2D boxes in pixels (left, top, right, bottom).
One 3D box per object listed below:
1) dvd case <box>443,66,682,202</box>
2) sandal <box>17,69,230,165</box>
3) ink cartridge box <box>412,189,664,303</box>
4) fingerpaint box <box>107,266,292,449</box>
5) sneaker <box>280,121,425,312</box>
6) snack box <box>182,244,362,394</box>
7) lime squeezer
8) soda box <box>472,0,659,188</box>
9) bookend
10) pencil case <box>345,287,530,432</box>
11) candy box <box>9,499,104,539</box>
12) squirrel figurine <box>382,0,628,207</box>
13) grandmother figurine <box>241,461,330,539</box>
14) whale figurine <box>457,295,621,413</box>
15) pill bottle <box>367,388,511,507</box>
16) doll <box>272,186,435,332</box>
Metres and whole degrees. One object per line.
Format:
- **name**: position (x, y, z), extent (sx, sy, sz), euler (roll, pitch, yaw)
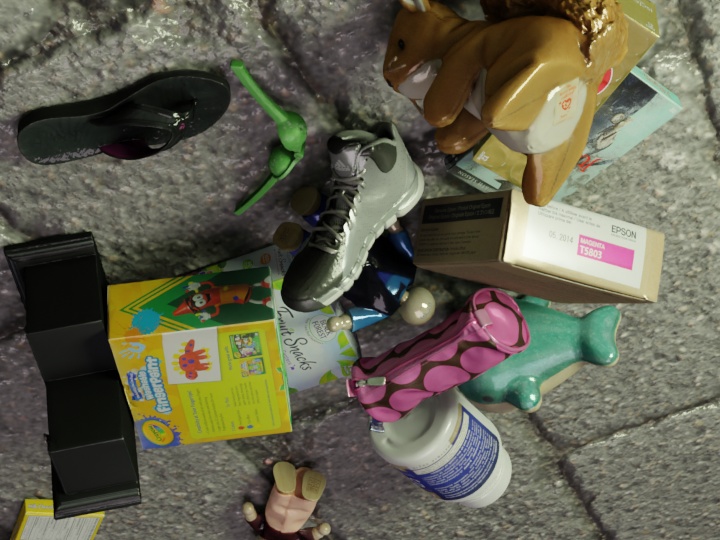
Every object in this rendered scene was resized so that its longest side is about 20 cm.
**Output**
- **dvd case**: position (0.200, -0.134, 1.413), extent (0.145, 0.022, 0.199), euler (26, 129, -39)
- **sandal**: position (-0.208, -0.124, 1.280), extent (0.198, 0.048, 0.076), euler (-15, 143, 3)
- **ink cartridge box**: position (0.178, -0.020, 1.437), extent (0.198, 0.076, 0.164), euler (15, 171, -29)
- **fingerpaint box**: position (-0.161, 0.091, 1.464), extent (0.164, 0.074, 0.201), euler (-7, 141, -1)
- **sneaker**: position (-0.023, -0.064, 1.341), extent (0.074, 0.201, 0.116), euler (18, 146, 35)
- **snack box**: position (-0.090, 0.058, 1.542), extent (0.140, 0.053, 0.201), euler (-19, 141, 6)
- **lime squeezer**: position (-0.085, -0.113, 1.340), extent (0.070, 0.038, 0.201), euler (-6, 143, -9)
- **soda box**: position (0.183, -0.170, 1.302), extent (0.067, 0.064, 0.200), euler (28, 126, -15)
- **bookend**: position (-0.285, 0.107, 1.425), extent (0.091, 0.202, 0.200), euler (-10, 143, -5)
- **pencil case**: position (0.079, 0.092, 1.517), extent (0.199, 0.092, 0.093), euler (-34, 145, 30)
- **candy box**: position (-0.404, 0.357, 1.848), extent (0.101, 0.027, 0.201), euler (4, 139, -25)
- **squirrel figurine**: position (0.117, -0.191, 1.213), extent (0.201, 0.186, 0.141), euler (-54, 143, -1)
- **grandmother figurine**: position (-0.098, 0.327, 1.883), extent (0.120, 0.061, 0.201), euler (24, 139, -2)
- **whale figurine**: position (0.185, 0.077, 1.571), extent (0.198, 0.161, 0.104), euler (-13, 136, 30)
- **pill bottle**: position (0.104, 0.213, 1.741), extent (0.119, 0.121, 0.200), euler (-27, 140, 18)
- **doll**: position (0.000, 0.000, 1.453), extent (0.199, 0.138, 0.048), euler (33, 168, -33)
